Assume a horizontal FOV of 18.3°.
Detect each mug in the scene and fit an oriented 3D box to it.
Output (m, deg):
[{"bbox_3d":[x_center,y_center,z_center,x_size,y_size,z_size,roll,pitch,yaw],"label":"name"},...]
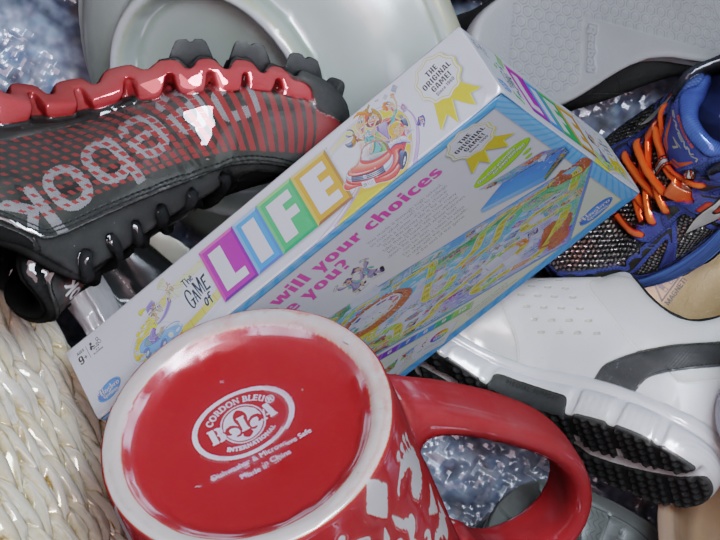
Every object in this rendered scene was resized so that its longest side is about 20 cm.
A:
[{"bbox_3d":[-0.010,0.100,0.873,0.133,0.200,0.178,20,60,29],"label":"mug"}]

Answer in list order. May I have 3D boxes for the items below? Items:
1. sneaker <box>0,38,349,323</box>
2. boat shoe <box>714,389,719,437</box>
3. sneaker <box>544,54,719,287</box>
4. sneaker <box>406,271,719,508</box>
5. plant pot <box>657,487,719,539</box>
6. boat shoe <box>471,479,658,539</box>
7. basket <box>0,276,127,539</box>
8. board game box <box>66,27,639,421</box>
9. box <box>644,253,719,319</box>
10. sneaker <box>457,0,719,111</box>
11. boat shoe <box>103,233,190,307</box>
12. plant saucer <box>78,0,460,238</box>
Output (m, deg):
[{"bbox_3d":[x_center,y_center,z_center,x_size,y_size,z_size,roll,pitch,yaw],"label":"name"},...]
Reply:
[{"bbox_3d":[-0.096,-0.031,0.837,0.200,0.071,0.098,-7,76,-19],"label":"sneaker"},{"bbox_3d":[0.216,-0.002,0.902,0.073,0.065,0.200,31,67,14],"label":"boat shoe"},{"bbox_3d":[0.145,-0.055,0.938,0.200,0.078,0.076,-38,67,33],"label":"sneaker"},{"bbox_3d":[0.078,0.033,0.970,0.200,0.074,0.080,21,66,25],"label":"sneaker"},{"bbox_3d":[0.232,0.109,0.930,0.201,0.201,0.093,-36,132,1],"label":"plant pot"},{"bbox_3d":[0.141,0.158,0.994,0.201,0.065,0.075,25,70,-5],"label":"boat shoe"},{"bbox_3d":[-0.198,0.077,0.910,0.200,0.161,0.199,-30,89,22],"label":"basket"},{"bbox_3d":[0.000,0.000,0.884,0.200,0.134,0.034,-38,61,14],"label":"board game box"},{"bbox_3d":[0.205,0.021,1.006,0.163,0.021,0.200,36,90,-1],"label":"box"},{"bbox_3d":[0.103,-0.107,0.986,0.200,0.099,0.071,-21,94,-31],"label":"sneaker"},{"bbox_3d":[-0.135,-0.015,0.982,0.200,0.072,0.068,40,87,-2],"label":"boat shoe"},{"bbox_3d":[-0.049,-0.079,0.934,0.200,0.050,0.201,18,125,28],"label":"plant saucer"}]
